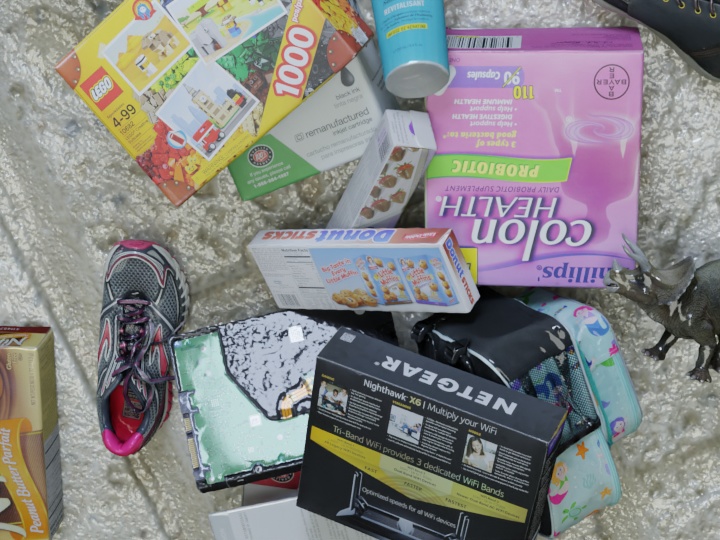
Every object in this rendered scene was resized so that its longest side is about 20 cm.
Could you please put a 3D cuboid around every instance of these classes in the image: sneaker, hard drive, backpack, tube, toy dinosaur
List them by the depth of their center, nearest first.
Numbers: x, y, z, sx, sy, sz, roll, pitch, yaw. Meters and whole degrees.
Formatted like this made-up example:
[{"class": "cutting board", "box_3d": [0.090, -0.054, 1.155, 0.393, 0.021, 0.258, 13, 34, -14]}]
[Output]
[{"class": "sneaker", "box_3d": [0.251, -0.230, 1.280, 0.199, 0.106, 0.075, 33, 77, -12]}, {"class": "tube", "box_3d": [0.035, -0.234, 1.297, 0.077, 0.050, 0.201, -10, 63, 7]}, {"class": "toy dinosaur", "box_3d": [0.289, 0.029, 1.341, 0.199, 0.077, 0.103, -2, 113, -34]}, {"class": "backpack", "box_3d": [0.147, 0.118, 1.386, 0.150, 0.177, 0.201, -23, 108, -17]}, {"class": "hard drive", "box_3d": [-0.058, 0.105, 1.427, 0.198, 0.038, 0.141, -13, 72, -3]}, {"class": "sneaker", "box_3d": [-0.198, 0.070, 1.468, 0.080, 0.075, 0.202, 4, 109, 6]}]

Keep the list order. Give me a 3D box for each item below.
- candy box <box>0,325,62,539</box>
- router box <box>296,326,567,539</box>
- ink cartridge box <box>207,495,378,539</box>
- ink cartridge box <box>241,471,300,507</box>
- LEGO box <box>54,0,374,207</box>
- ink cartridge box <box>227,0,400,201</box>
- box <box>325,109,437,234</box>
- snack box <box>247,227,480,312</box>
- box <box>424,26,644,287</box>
[{"class": "candy box", "box_3d": [-0.343, 0.152, 1.524, 0.114, 0.055, 0.202, 3, 110, 6]}, {"class": "router box", "box_3d": [0.053, 0.152, 1.310, 0.199, 0.052, 0.158, 20, 124, 16]}, {"class": "ink cartridge box", "box_3d": [-0.024, 0.277, 1.445, 0.172, 0.044, 0.201, -12, 107, 10]}, {"class": "ink cartridge box", "box_3d": [-0.036, 0.236, 1.500, 0.145, 0.083, 0.202, 7, 110, 4]}, {"class": "LEGO box", "box_3d": [-0.113, -0.173, 1.279, 0.200, 0.077, 0.149, -38, 99, 23]}, {"class": "ink cartridge box", "box_3d": [-0.068, -0.181, 1.359, 0.146, 0.083, 0.201, -20, 105, 14]}, {"class": "box", "box_3d": [0.010, -0.057, 1.361, 0.038, 0.042, 0.200, 3, 144, -19]}, {"class": "snack box", "box_3d": [0.000, 0.000, 1.363, 0.199, 0.024, 0.072, 0, 128, 36]}, {"class": "box", "box_3d": [0.142, -0.095, 1.356, 0.174, 0.097, 0.202, 2, 110, 6]}]
